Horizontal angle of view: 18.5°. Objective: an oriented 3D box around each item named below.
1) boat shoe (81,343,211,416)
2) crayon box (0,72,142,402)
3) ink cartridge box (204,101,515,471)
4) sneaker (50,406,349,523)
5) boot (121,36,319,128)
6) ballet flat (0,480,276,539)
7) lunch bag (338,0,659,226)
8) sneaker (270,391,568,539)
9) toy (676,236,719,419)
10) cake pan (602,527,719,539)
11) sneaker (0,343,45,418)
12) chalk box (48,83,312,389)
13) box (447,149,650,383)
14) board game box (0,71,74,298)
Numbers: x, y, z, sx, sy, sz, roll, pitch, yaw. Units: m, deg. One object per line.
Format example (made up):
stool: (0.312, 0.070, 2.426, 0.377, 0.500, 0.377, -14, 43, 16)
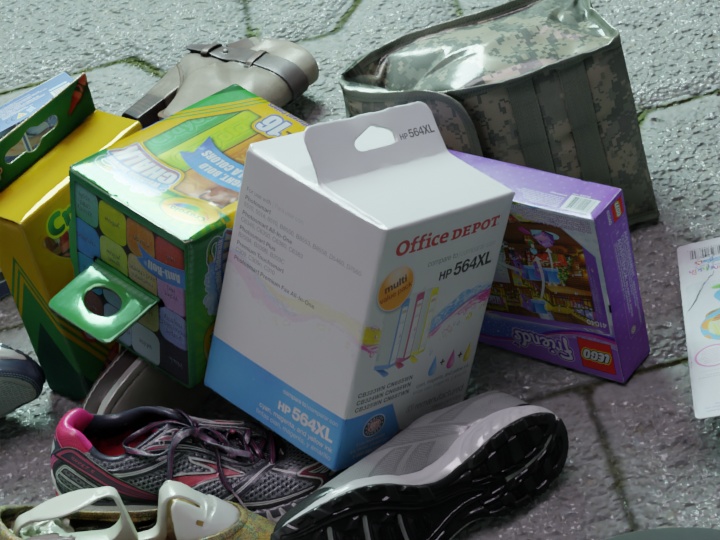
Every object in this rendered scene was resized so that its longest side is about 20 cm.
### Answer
boat shoe: (-0.131, 0.054, 1.541, 0.059, 0.072, 0.200, 16, 43, 32)
crayon box: (-0.193, -0.021, 1.551, 0.051, 0.201, 0.127, 18, 49, 37)
ink cartridge box: (0.000, 0.000, 1.412, 0.125, 0.201, 0.128, 32, 33, 33)
sneaker: (-0.101, 0.124, 1.428, 0.199, 0.075, 0.081, -6, 36, -4)
boot: (-0.095, -0.130, 1.761, 0.146, 0.071, 0.200, -31, 40, -21)
ballet flat: (-0.136, 0.163, 1.363, 0.199, 0.071, 0.071, -5, 37, -8)
lunch bag: (0.093, -0.091, 1.559, 0.199, 0.165, 0.118, -19, 35, -2)
sneaker: (0.032, 0.136, 1.385, 0.199, 0.074, 0.079, -24, 28, -19)
toy: (0.270, 0.039, 1.426, 0.115, 0.047, 0.200, -12, 34, 12)
cake pan: (0.179, 0.203, 1.221, 0.199, 0.037, 0.200, -4, 26, 2)
sneaker: (-0.309, 0.120, 1.541, 0.199, 0.078, 0.087, -21, 49, 6)
chalk box: (-0.115, -0.017, 1.473, 0.125, 0.124, 0.200, 30, 44, 32)
box: (0.093, -0.010, 1.480, 0.199, 0.137, 0.039, 16, 46, 35)
board game box: (-0.282, -0.045, 1.671, 0.199, 0.136, 0.034, -30, 40, -18)
